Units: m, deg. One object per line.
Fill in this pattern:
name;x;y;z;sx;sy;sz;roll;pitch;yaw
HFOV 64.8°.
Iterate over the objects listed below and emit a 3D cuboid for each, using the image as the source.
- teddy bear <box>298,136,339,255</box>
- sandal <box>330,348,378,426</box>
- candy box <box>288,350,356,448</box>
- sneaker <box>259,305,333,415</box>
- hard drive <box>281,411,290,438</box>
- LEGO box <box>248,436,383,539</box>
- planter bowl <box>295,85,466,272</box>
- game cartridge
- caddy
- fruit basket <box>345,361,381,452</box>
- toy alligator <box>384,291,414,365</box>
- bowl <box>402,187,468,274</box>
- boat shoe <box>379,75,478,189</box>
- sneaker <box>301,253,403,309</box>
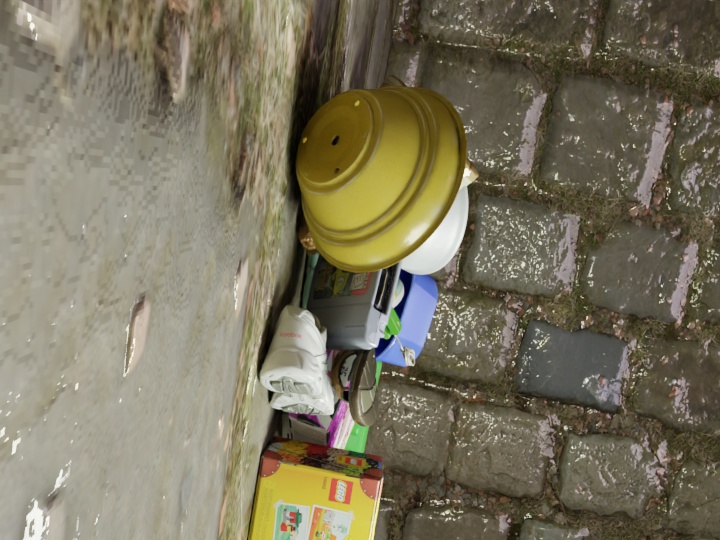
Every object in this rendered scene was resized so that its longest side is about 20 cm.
teddy bear;-0.015;-0.111;0.686;0.144;0.066;0.204;-35;-141;39
sandal;-0.009;0.118;0.681;0.201;0.053;0.084;-91;172;-69
candy box;-0.046;0.208;0.819;0.202;0.060;0.138;95;17;-50
sneaker;-0.062;0.102;0.639;0.201;0.076;0.102;98;-1;-63
hard drive;-0.068;0.173;0.887;0.133;0.026;0.202;98;14;-49
LEGO box;-0.059;0.325;0.692;0.077;0.145;0.205;-14;114;-88
planter bowl;-0.003;-0.108;0.548;0.083;0.197;0.206;27;68;-48
game cartridge;-0.005;-0.005;0.685;0.132;0.040;0.204;-14;-124;51
caddy;0.044;0.067;0.976;0.140;0.104;0.204;6;-107;50
fruit basket;-0.047;0.251;1.072;0.215;0.152;0.222;8;90;-73
toy alligator;0.021;0.053;0.783;0.060;0.053;0.203;-55;130;-49
bowl;0.047;-0.091;0.781;0.199;0.089;0.207;12;-75;53
boat shoe;0.052;-0.144;0.617;0.069;0.073;0.202;-41;-138;15
sneaker;0.000;0.000;0.841;0.198;0.073;0.121;-12;112;-45
